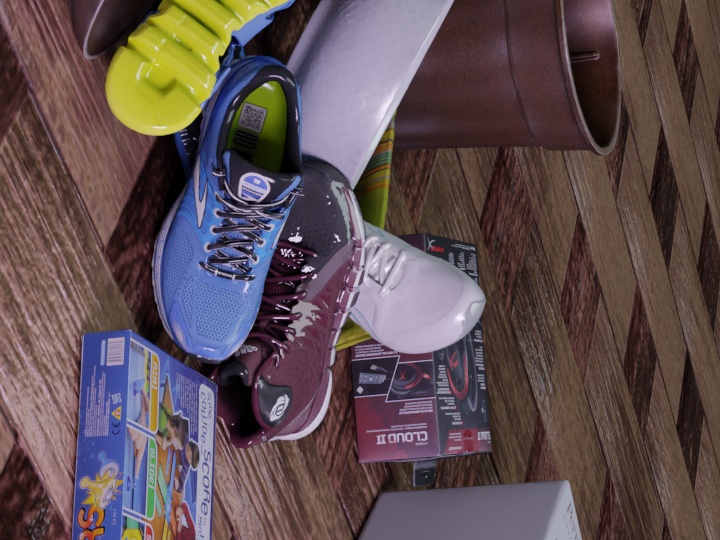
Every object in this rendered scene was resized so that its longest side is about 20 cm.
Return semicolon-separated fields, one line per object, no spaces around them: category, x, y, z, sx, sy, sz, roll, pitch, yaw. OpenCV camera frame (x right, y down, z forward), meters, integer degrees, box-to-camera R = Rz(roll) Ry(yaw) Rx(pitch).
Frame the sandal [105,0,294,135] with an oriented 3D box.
sandal;-0.096;-0.163;1.382;0.200;0.079;0.087;-50;-178;-17

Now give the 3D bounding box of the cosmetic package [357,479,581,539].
cosmetic package;0.083;0.286;1.697;0.200;0.165;0.169;-59;139;-61

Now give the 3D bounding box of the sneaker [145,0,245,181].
sneaker;-0.103;-0.119;1.462;0.078;0.065;0.202;-146;-138;-81

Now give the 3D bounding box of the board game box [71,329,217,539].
board game box;-0.130;0.151;1.326;0.135;0.034;0.202;42;45;-63

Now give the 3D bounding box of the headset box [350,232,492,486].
headset box;0.050;0.076;1.797;0.148;0.074;0.202;6;78;-70

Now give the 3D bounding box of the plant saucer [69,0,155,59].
plant saucer;-0.118;-0.217;1.318;0.201;0.032;0.200;-55;180;0

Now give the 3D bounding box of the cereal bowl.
cereal bowl;-0.002;-0.150;1.555;0.201;0.083;0.200;-61;-179;2

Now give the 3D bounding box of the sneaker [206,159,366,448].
sneaker;-0.055;0.031;1.477;0.115;0.075;0.202;-24;123;-63

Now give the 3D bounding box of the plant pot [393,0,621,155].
plant pot;0.102;-0.185;1.838;0.200;0.197;0.202;-6;90;-71

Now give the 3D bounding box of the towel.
towel;-0.015;-0.030;1.641;0.018;0.086;0.201;30;52;-36

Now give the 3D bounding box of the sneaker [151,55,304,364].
sneaker;-0.082;-0.041;1.382;0.089;0.078;0.202;178;-77;-77

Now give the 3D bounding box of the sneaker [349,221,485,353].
sneaker;0.000;0.000;1.543;0.071;0.199;0.080;-57;140;-15

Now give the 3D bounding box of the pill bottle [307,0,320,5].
pill bottle;-0.019;-0.256;1.643;0.200;0.111;0.114;9;76;-70
